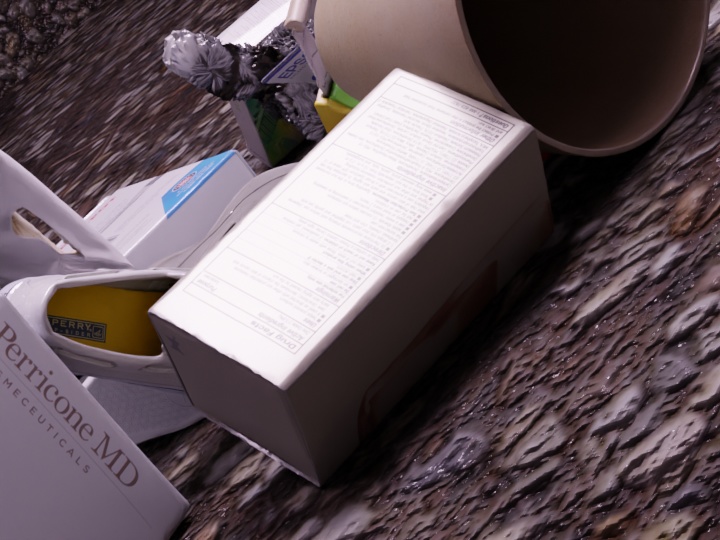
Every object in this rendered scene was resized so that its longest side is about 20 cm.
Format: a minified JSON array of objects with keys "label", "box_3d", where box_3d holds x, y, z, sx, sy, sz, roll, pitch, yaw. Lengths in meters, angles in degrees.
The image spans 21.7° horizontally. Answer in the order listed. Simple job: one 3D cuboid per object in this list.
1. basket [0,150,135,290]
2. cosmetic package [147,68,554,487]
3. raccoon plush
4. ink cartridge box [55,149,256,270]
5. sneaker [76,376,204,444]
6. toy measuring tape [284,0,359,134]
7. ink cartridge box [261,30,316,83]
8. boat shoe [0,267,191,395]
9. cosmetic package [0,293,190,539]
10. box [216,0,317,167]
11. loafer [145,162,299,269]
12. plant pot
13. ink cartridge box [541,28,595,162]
[{"label":"basket","box_3d":[-0.262,0.043,1.191,0.123,0.135,0.201,-14,39,58]},{"label":"cosmetic package","box_3d":[0.000,0.000,0.977,0.103,0.088,0.200,29,62,34]},{"label":"raccoon plush","box_3d":[-0.057,-0.167,1.468,0.097,0.199,0.134,-64,16,7]},{"label":"ink cartridge box","box_3d":[-0.160,0.000,1.390,0.145,0.084,0.200,-48,18,-27]},{"label":"sneaker","box_3d":[-0.143,0.066,1.195,0.200,0.071,0.099,-38,20,19]},{"label":"toy measuring tape","box_3d":[0.006,-0.119,1.247,0.073,0.074,0.200,-41,-28,-8]},{"label":"ink cartridge box","box_3d":[0.053,-0.194,1.282,0.199,0.047,0.197,-2,-28,-45]},{"label":"boat shoe","box_3d":[-0.100,0.028,1.057,0.086,0.201,0.075,-12,73,52]},{"label":"cosmetic package","box_3d":[-0.236,0.151,0.997,0.166,0.168,0.200,-23,24,45]},{"label":"box","box_3d":[-0.029,-0.195,1.558,0.200,0.145,0.036,-42,59,-13]},{"label":"loafer","box_3d":[-0.073,-0.010,1.273,0.070,0.070,0.200,12,42,39]},{"label":"plant pot","box_3d":[0.065,-0.151,1.087,0.187,0.188,0.200,-47,23,-27]},{"label":"ink cartridge box","box_3d":[0.104,-0.119,1.203,0.200,0.057,0.162,-40,16,-20]}]
